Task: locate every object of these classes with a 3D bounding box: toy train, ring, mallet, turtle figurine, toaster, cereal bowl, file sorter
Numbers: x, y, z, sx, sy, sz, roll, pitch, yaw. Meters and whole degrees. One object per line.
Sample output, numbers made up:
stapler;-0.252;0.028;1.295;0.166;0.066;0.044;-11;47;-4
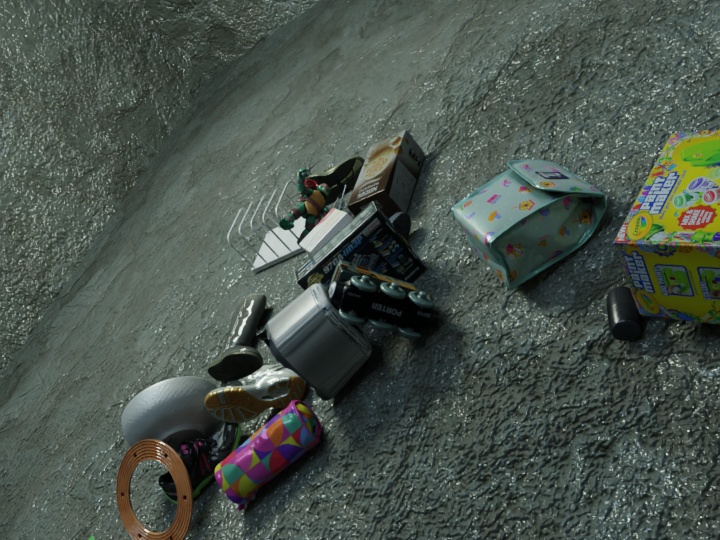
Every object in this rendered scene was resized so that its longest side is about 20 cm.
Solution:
toy train;0.036;0.046;1.158;0.114;0.195;0.087;-114;43;-64
ring;-0.377;0.413;1.281;0.196;0.019;0.207;0;89;31
mallet;0.397;0.038;0.848;0.196;0.041;0.067;-16;39;36
turtle figurine;-0.109;-0.157;1.661;0.202;0.148;0.101;-60;7;-29
toaster;-0.072;0.115;1.188;0.129;0.200;0.114;-41;31;5
cereal bowl;-0.359;0.302;1.355;0.199;0.199;0.084;-38;54;11
file sorter;-0.220;-0.112;1.746;0.197;0.125;0.141;-22;35;36

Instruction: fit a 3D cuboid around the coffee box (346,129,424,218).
coffee box;0.059;-0.201;1.540;0.113;0.080;0.203;-19;38;38

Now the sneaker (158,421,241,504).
sneaker;-0.300;0.349;1.309;0.201;0.084;0.076;-49;30;-6

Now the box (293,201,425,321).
box;0.000;0.000;1.282;0.199;0.159;0.046;-41;28;8

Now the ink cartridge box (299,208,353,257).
ink cartridge box;-0.058;-0.065;1.492;0.117;0.068;0.200;-47;16;-4

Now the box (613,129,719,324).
box;0.427;-0.052;0.793;0.190;0.123;0.201;4;48;47

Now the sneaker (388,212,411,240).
sneaker;0.023;-0.039;1.384;0.081;0.070;0.202;19;66;46

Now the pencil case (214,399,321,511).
pencil case;-0.154;0.309;1.177;0.199;0.088;0.089;-42;29;9

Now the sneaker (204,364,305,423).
sneaker;-0.195;0.226;1.318;0.194;0.077;0.088;-12;24;5

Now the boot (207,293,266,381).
boot;-0.247;0.138;1.538;0.179;0.073;0.202;-16;34;39

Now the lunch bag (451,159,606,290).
lunch bag;0.266;-0.091;1.095;0.198;0.123;0.171;-34;27;2

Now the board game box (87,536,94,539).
board game box;-0.583;0.635;1.376;0.202;0.030;0.095;-55;31;-10

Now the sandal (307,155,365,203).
sandal;-0.061;-0.229;1.752;0.197;0.081;0.058;-20;19;27
